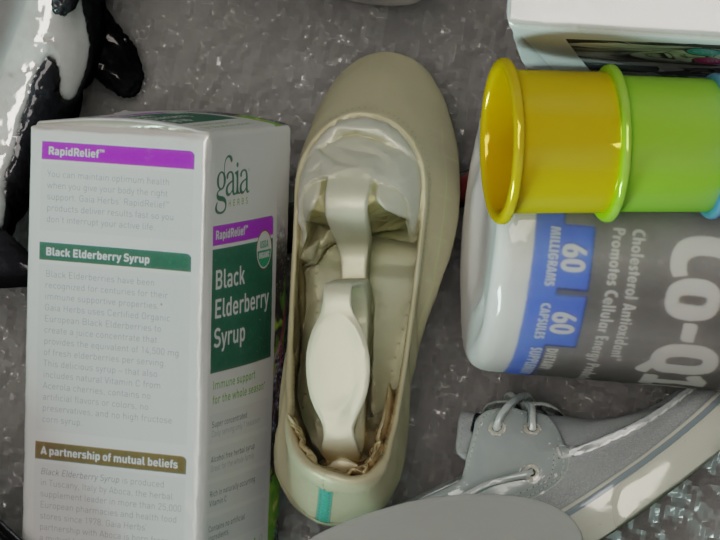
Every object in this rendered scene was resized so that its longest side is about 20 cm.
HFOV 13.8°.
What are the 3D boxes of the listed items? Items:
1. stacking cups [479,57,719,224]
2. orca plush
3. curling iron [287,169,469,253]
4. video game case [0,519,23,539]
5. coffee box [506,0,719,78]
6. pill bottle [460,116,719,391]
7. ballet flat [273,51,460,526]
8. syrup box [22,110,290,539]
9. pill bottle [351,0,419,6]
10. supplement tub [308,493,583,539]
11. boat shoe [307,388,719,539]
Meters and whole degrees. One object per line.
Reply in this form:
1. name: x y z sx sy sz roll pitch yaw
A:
1. stacking cups: 0.146 -0.048 1.073 0.200 0.061 0.061 -1 83 -8
2. orca plush: -0.116 -0.084 1.227 0.071 0.105 0.200 18 62 -27
3. curling iron: 0.000 -0.014 1.226 0.200 0.026 0.050 -5 81 7
4. video game case: -0.178 0.155 1.169 0.200 0.019 0.143 42 109 3
5. coffee box: 0.166 -0.166 1.135 0.197 0.200 0.200 4 84 7
6. pill bottle: 0.144 -0.009 1.152 0.200 0.114 0.114 5 84 -5
7. ballet flat: 0.000 0.000 1.172 0.069 0.069 0.200 2 74 8
8. syrup box: -0.081 0.038 1.178 0.081 0.079 0.200 6 97 21
9. pill bottle: -0.001 -0.218 1.205 0.114 0.114 0.200 15 86 9
10. supplement tub: 0.042 0.199 1.107 0.144 0.145 0.200 -10 109 6
11. boat shoe: 0.058 0.087 1.185 0.201 0.070 0.072 -31 86 6
